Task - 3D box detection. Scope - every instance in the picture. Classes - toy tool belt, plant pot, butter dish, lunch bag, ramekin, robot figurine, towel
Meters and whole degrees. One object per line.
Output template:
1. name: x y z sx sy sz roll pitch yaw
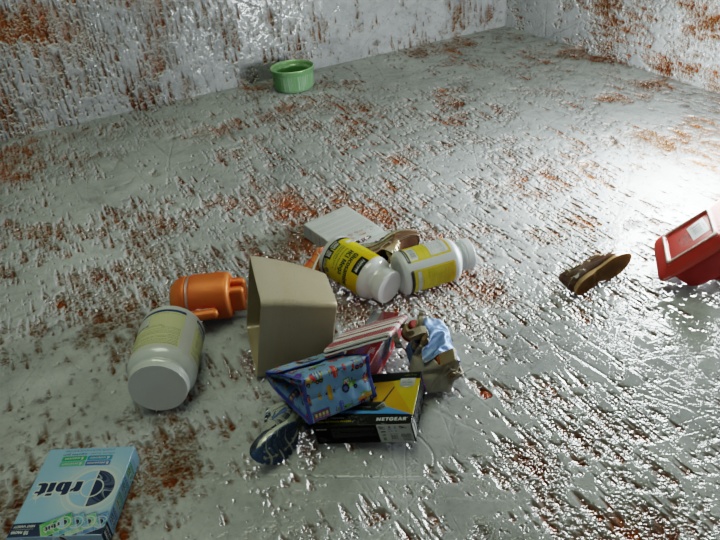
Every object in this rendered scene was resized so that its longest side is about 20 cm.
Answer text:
1. toy tool belt: 0.149 0.151 1.493 0.124 0.123 0.200 5 38 -22
2. plant pot: -0.155 0.096 1.602 0.176 0.201 0.200 -2 31 -16
3. butter dish: 0.830 -0.037 1.708 0.199 0.148 0.200 -40 14 33
4. lunch bag: -0.087 0.213 1.412 0.150 0.095 0.200 -17 14 -28
5. ramekin: -0.302 -0.869 3.187 0.199 0.098 0.200 -4 32 2
6. robot figurine: -0.379 0.064 1.743 0.199 0.117 0.145 -6 72 0
7. towel: 0.014 0.133 1.446 0.143 0.023 0.200 -18 3 15

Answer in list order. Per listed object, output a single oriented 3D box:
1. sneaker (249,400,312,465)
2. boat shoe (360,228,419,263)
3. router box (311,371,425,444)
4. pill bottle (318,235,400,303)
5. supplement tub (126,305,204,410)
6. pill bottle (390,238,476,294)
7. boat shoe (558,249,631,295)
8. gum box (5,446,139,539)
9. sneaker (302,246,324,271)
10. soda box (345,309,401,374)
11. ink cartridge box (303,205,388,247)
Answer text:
1. sneaker: -0.158 0.305 1.386 0.085 0.077 0.200 10 26 29
2. boat shoe: 0.074 -0.048 1.895 0.199 0.076 0.072 -24 40 -11
3. router box: 0.020 0.269 1.398 0.199 0.051 0.149 -6 31 18
4. pill bottle: 0.000 0.000 1.779 0.200 0.113 0.112 30 46 34
5. supplement tub: -0.418 0.186 1.531 0.144 0.146 0.200 -5 33 0
6. pill bottle: 0.185 -0.017 1.787 0.199 0.112 0.112 -16 34 -16
7. boat shoe: 0.578 -0.008 1.752 0.199 0.071 0.070 -22 40 -24
8. gum box: -0.514 0.410 1.291 0.169 0.045 0.200 -3 34 4
9. sneaker: -0.130 -0.003 1.853 0.077 0.073 0.200 -9 26 21
10. soda box: 0.026 0.171 1.564 0.070 0.064 0.200 7 35 22
11. ink cartridge box: -0.042 -0.102 2.022 0.160 0.047 0.200 -26 43 -29
